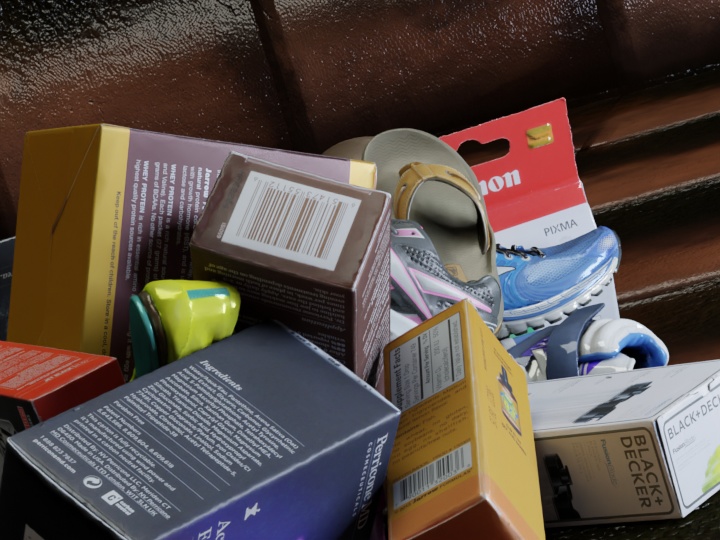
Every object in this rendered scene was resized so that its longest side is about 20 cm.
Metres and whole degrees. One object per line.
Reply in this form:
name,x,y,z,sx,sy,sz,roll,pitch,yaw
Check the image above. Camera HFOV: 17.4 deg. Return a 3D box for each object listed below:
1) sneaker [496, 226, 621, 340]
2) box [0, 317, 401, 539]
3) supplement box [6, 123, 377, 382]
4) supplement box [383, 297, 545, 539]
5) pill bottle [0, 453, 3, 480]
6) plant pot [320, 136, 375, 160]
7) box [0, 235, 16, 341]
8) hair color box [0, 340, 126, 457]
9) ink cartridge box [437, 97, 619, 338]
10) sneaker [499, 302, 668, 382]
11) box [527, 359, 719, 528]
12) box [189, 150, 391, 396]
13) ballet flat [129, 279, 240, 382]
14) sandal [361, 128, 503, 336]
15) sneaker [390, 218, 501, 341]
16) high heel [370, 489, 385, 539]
sneaker,0.088,0.004,1.644,0.199,0.090,0.079,-19,5,-8
box,-0.089,0.136,1.240,0.104,0.149,0.199,34,40,30
supplement box,-0.112,0.017,1.532,0.199,0.199,0.133,6,-2,-29
supplement box,0.056,0.101,1.304,0.069,0.067,0.200,-29,26,18
pill bottle,-0.240,0.151,1.310,0.112,0.201,0.113,-22,15,6
plant pot,-0.003,0.025,1.839,0.199,0.201,0.175,-8,31,44
box,-0.185,0.066,1.719,0.195,0.201,0.117,-17,-11,0
hair color box,-0.196,0.100,1.379,0.061,0.102,0.199,-27,16,-29
ink cartridge box,0.100,-0.007,1.704,0.160,0.201,0.050,-18,32,-9
sneaker,0.109,0.077,1.535,0.199,0.081,0.146,-15,0,-38
box,0.129,0.106,1.397,0.199,0.061,0.116,-10,11,39
box,-0.037,0.027,1.360,0.099,0.201,0.075,15,56,10
ballet flat,-0.101,0.069,1.337,0.067,0.067,0.201,-17,-30,-21
sandal,0.052,-0.032,1.591,0.080,0.054,0.201,-11,47,-5
sneaker,0.000,0.000,1.466,0.087,0.199,0.080,-64,17,-16
high heel,-0.023,0.129,1.419,0.067,0.097,0.200,-19,9,-17
